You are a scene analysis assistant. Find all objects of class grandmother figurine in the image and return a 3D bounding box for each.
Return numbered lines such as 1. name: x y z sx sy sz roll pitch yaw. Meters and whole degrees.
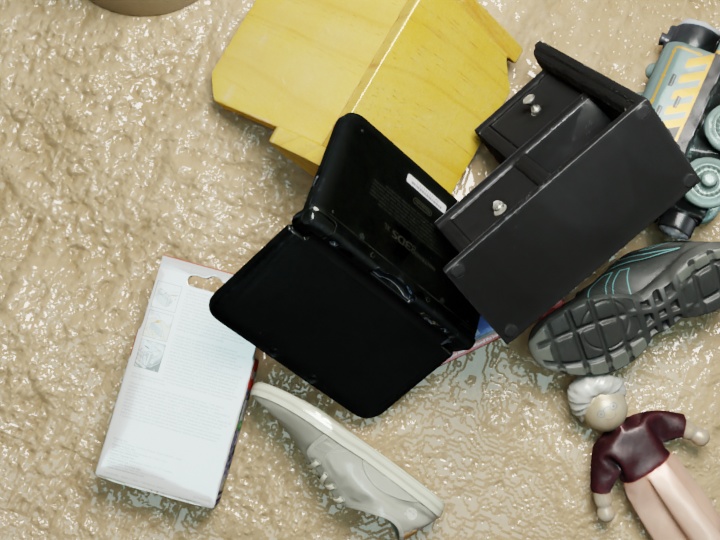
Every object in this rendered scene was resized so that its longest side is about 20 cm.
1. grandmother figurine: 0.253 0.172 0.964 0.121 0.061 0.200 -36 88 -12

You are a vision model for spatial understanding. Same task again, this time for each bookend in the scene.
1. bookend: 0.140 -0.074 0.921 0.199 0.200 0.092 -41 118 5

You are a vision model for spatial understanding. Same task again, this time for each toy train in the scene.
1. toy train: 0.294 -0.130 0.983 0.114 0.085 0.201 24 84 11

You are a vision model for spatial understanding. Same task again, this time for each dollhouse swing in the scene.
1. dollhouse swing: -0.001 -0.172 1.007 0.182 0.176 0.201 34 83 -39

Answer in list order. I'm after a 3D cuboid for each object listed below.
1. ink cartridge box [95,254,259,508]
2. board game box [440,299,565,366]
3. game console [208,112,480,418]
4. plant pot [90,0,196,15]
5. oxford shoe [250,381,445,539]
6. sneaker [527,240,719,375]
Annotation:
1. ink cartridge box: -0.151 0.098 0.972 0.108 0.050 0.201 15 84 2
2. board game box: 0.075 0.029 0.995 0.199 0.019 0.103 -25 84 -3
3. game console: 0.000 0.000 0.932 0.200 0.116 0.177 38 54 -30
4. plant pot: -0.203 -0.342 0.939 0.186 0.200 0.188 0 84 0
5. oxford shoe: -0.018 0.167 0.955 0.200 0.075 0.058 37 84 -1
6. sneaker: 0.236 0.030 0.968 0.199 0.079 0.076 -23 111 -4
